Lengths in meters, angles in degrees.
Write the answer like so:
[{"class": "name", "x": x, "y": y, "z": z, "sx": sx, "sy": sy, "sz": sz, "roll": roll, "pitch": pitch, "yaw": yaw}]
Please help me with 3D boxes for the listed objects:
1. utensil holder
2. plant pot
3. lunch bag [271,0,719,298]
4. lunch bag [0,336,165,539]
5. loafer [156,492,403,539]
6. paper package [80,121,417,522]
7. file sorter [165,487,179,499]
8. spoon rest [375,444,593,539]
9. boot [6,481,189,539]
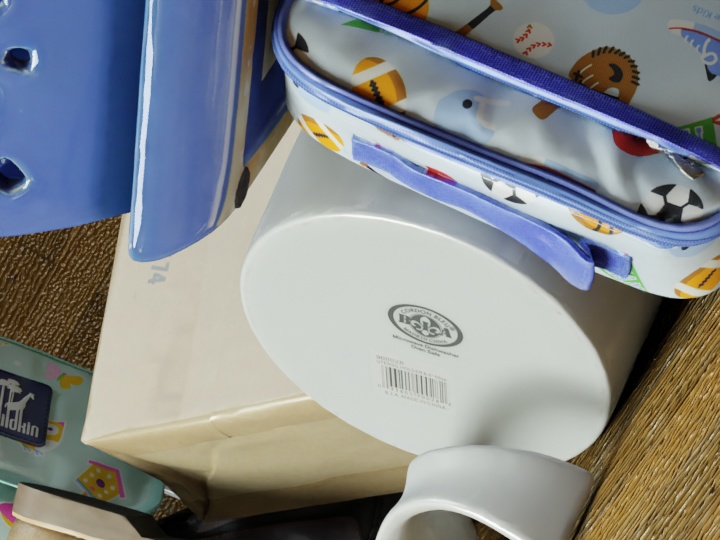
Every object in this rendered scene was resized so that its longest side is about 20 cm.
[{"class": "utensil holder", "x": 0.059, "y": -0.046, "z": 1.158, "sx": 0.201, "sy": 0.169, "sz": 0.170, "roll": -64, "pitch": 5, "yaw": -34}, {"class": "plant pot", "x": -0.106, "y": -0.125, "z": 1.080, "sx": 0.200, "sy": 0.179, "sz": 0.201, "roll": -60, "pitch": -20, "yaw": -58}, {"class": "lunch bag", "x": 0.076, "y": -0.083, "z": 1.039, "sx": 0.161, "sy": 0.199, "sz": 0.076, "roll": -61, "pitch": -15, "yaw": -21}, {"class": "lunch bag", "x": -0.188, "y": 0.125, "z": 1.372, "sx": 0.122, "sy": 0.169, "sz": 0.201, "roll": 140, "pitch": 148, "yaw": -66}, {"class": "loafer", "x": -0.042, "y": 0.127, "z": 1.389, "sx": 0.199, "sy": 0.072, "sz": 0.063, "roll": -7, "pitch": 77, "yaw": 46}, {"class": "paper package", "x": -0.018, "y": -0.002, "z": 1.324, "sx": 0.190, "sy": 0.103, "sz": 0.201, "roll": -12, "pitch": 58, "yaw": 32}, {"class": "file sorter", "x": -0.125, "y": 0.240, "z": 1.655, "sx": 0.200, "sy": 0.124, "sz": 0.139, "roll": -63, "pitch": -7, "yaw": -49}, {"class": "spoon rest", "x": 0.028, "y": 0.115, "z": 1.140, "sx": 0.100, "sy": 0.060, "sz": 0.200, "roll": -61, "pitch": 4, "yaw": -30}, {"class": "boot", "x": -0.070, "y": 0.157, "z": 1.281, "sx": 0.074, "sy": 0.199, "sz": 0.076, "roll": 26, "pitch": -101, "yaw": -72}]
